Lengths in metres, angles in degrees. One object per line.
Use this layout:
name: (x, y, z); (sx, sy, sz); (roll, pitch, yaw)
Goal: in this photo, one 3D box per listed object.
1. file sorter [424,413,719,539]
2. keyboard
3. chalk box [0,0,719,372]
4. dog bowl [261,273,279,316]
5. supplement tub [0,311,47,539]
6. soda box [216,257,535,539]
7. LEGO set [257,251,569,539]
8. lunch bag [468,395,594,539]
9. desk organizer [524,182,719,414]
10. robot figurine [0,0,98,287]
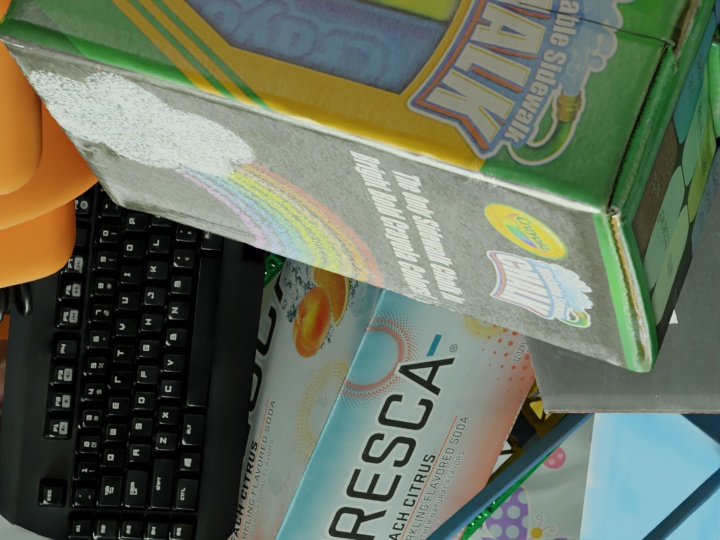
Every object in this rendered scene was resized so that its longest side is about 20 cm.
file sorter: (0.114, 0.151, 0.850); (0.200, 0.123, 0.139); (38, 152, 25)
keyboard: (-0.076, -0.012, 0.819); (0.104, 0.200, 0.040); (4, -175, -13)
chalk box: (0.036, -0.062, 0.668); (0.200, 0.124, 0.124); (17, 165, 14)
dog bowl: (-0.043, 0.064, 1.106); (0.079, 0.200, 0.200); (4, 159, 48)
supplement tub: (-0.142, 0.025, 0.994); (0.107, 0.200, 0.107); (-8, 141, -7)
soda box: (0.000, 0.049, 0.864); (0.068, 0.200, 0.064); (11, -157, -30)
LEGO set: (0.000, 0.000, 0.948); (0.200, 0.154, 0.116); (28, -165, -34)
lunch bag: (0.097, 0.115, 1.082); (0.200, 0.170, 0.127); (8, 171, -20)
desk organizer: (0.135, -0.007, 0.744); (0.077, 0.072, 0.200); (-25, -167, -38)
robot figurine: (-0.119, -0.089, 0.717); (0.116, 0.144, 0.200); (8, 125, 11)
